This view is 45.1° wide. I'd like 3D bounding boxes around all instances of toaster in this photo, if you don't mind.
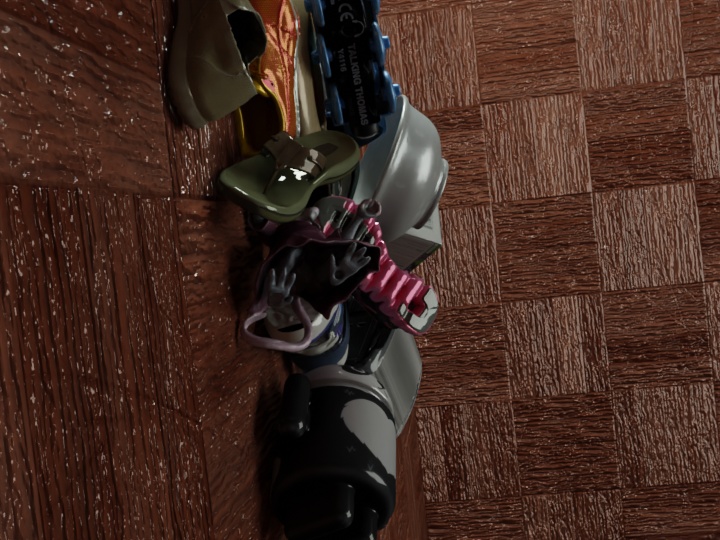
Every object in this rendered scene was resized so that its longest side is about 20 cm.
[{"bbox_3d":[0.007,0.129,1.102,0.129,0.113,0.200,65,28,-29],"label":"toaster"}]

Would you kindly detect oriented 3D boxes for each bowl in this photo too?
[{"bbox_3d":[0.052,-0.113,1.103,0.201,0.090,0.202,-158,-90,-80],"label":"bowl"}]

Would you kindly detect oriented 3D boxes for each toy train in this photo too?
[{"bbox_3d":[-0.013,-0.245,0.929,0.114,0.086,0.201,-105,-177,-61],"label":"toy train"}]

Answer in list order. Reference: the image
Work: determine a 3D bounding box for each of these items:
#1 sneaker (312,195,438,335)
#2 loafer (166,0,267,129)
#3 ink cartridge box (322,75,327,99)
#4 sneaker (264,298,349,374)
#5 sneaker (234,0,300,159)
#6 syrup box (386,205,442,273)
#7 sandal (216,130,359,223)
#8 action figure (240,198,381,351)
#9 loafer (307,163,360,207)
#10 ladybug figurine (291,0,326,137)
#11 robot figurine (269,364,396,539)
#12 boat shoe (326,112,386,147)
[{"bbox_3d":[0.000,0.000,1.008,0.079,0.095,0.200,-49,112,-25],"label":"sneaker"},{"bbox_3d":[-0.111,-0.201,0.705,0.076,0.068,0.201,72,14,-62],"label":"loafer"},{"bbox_3d":[-0.072,-0.267,1.297,0.200,0.047,0.161,-116,-168,-53],"label":"ink cartridge box"},{"bbox_3d":[-0.047,0.077,0.943,0.200,0.080,0.147,-97,172,-68],"label":"sneaker"},{"bbox_3d":[-0.097,-0.205,0.840,0.077,0.073,0.201,-36,118,-71],"label":"sneaker"},{"bbox_3d":[0.028,-0.031,1.263,0.200,0.081,0.079,-43,-140,47],"label":"syrup box"},{"bbox_3d":[-0.063,-0.103,0.798,0.201,0.080,0.057,-45,160,-53],"label":"sandal"},{"bbox_3d":[-0.051,-0.013,0.862,0.200,0.134,0.149,-134,-119,-69],"label":"action figure"},{"bbox_3d":[-0.053,-0.051,1.036,0.063,0.072,0.201,-14,117,-61],"label":"loafer"},{"bbox_3d":[-0.082,-0.209,0.944,0.136,0.072,0.201,-32,116,-83],"label":"ladybug figurine"},{"bbox_3d":[-0.023,0.186,0.865,0.200,0.124,0.151,-87,-175,-51],"label":"robot figurine"},{"bbox_3d":[-0.042,-0.184,1.135,0.200,0.068,0.084,-25,-95,63],"label":"boat shoe"}]
